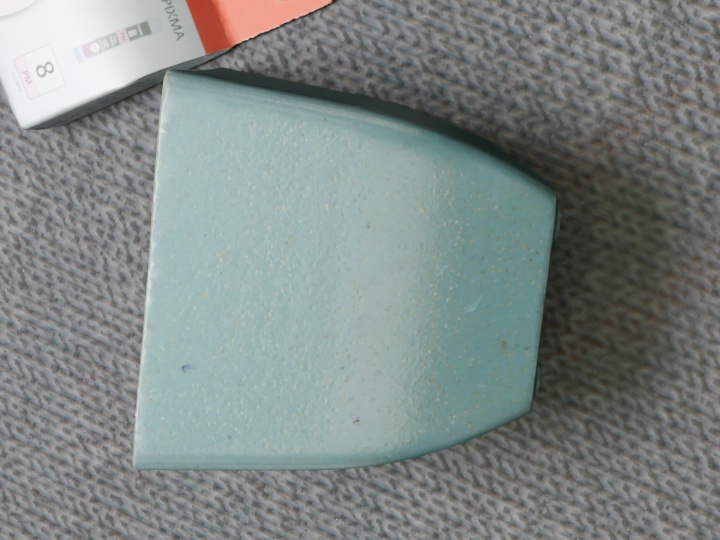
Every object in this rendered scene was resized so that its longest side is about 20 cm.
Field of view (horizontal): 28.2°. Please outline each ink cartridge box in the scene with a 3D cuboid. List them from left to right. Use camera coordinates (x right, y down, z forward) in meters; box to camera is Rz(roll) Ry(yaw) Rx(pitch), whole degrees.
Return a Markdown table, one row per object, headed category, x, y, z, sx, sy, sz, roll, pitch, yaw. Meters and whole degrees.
| category | x | y | z | sx | sy | sz | roll | pitch | yaw |
| --- | --- | --- | --- | --- | --- | --- | --- | --- | --- |
| ink cartridge box | -0.140 | -0.193 | 0.845 | 0.200 | 0.057 | 0.163 | -21 | 92 | 19 |

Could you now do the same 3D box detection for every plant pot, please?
| category | x | y | z | sx | sy | sz | roll | pitch | yaw |
| --- | --- | --- | --- | --- | --- | --- | --- | --- | --- |
| plant pot | 0.000 | 0.000 | 0.772 | 0.200 | 0.196 | 0.197 | 7 | 99 | 1 |
